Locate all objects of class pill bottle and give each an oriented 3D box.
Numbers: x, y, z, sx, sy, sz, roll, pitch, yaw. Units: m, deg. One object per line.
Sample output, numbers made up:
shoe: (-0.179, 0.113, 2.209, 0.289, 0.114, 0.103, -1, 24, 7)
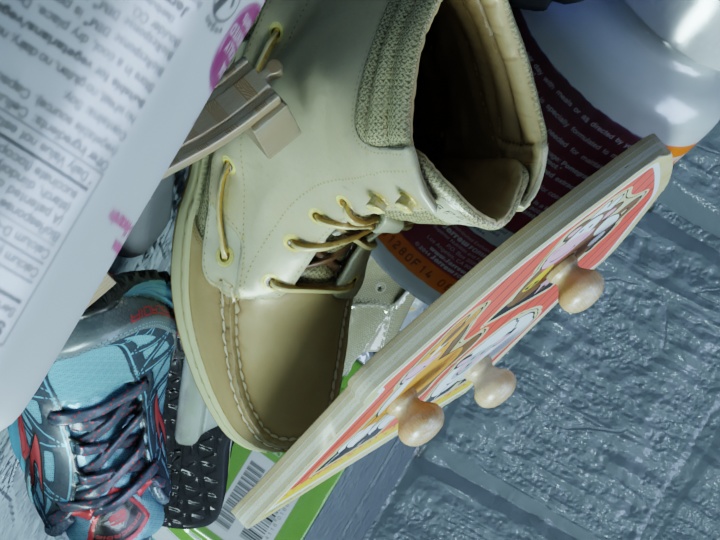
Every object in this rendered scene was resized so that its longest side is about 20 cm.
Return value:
pill bottle: (0.087, -0.077, 0.928, 0.200, 0.110, 0.110, -44, -177, 34)
pill bottle: (-0.111, -0.029, 0.539, 0.200, 0.113, 0.113, -60, 172, -4)

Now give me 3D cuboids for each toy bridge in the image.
toy bridge: (-0.104, -0.007, 0.744, 0.200, 0.027, 0.067, -41, 164, -3)

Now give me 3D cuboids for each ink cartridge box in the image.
ink cartridge box: (-0.084, 0.119, 1.365, 0.148, 0.076, 0.200, -58, -162, -20)

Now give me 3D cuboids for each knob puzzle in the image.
knob puzzle: (0.060, 0.021, 0.855, 0.220, 0.030, 0.220, -39, 169, -9)

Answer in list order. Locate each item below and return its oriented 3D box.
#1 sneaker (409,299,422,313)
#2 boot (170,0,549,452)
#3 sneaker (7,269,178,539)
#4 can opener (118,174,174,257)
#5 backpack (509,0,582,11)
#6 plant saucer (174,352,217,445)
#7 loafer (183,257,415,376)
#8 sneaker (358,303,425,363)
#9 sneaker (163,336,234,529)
sneaker: (-0.004, 0.001, 1.289, 0.076, 0.092, 0.200, -35, -171, 41)
boot: (-0.001, -0.018, 0.812, 0.073, 0.155, 0.201, -3, 100, -36)
sneaker: (-0.102, 0.069, 0.898, 0.079, 0.096, 0.200, -15, 157, -12)
can opener: (-0.079, -0.078, 0.775, 0.067, 0.053, 0.200, -55, 171, -25)
backpack: (0.050, -0.193, 0.792, 0.200, 0.162, 0.168, 90, 22, -71)
plant saucer: (-0.043, -0.017, 0.971, 0.200, 0.050, 0.201, -169, -90, -88)
loafer: (0.000, 0.000, 1.083, 0.200, 0.076, 0.068, -41, 126, -2)
sneaker: (-0.006, 0.042, 1.552, 0.115, 0.075, 0.200, -59, 177, -15)
sneaker: (-0.093, 0.058, 1.182, 0.200, 0.072, 0.083, 112, -13, -46)
